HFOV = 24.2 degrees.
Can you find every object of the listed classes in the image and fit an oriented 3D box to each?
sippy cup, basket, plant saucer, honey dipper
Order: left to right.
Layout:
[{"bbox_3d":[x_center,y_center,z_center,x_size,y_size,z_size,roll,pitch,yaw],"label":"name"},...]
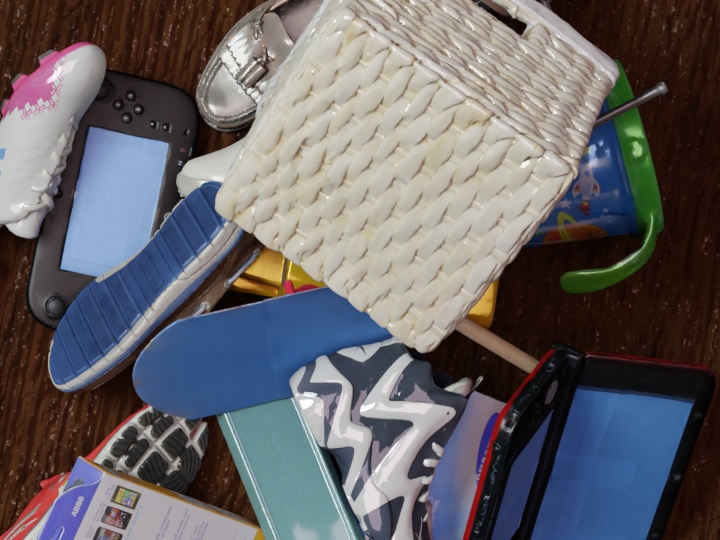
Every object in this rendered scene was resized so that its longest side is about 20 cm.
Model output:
[{"bbox_3d":[-0.061,0.135,1.267,0.069,0.019,0.201,-22,75,-6],"label":"plant saucer"},{"bbox_3d":[0.033,-0.089,1.122,0.198,0.161,0.200,34,127,-6],"label":"basket"},{"bbox_3d":[0.080,0.041,1.226,0.199,0.038,0.038,29,85,-15],"label":"honey dipper"},{"bbox_3d":[0.149,-0.078,1.269,0.129,0.178,0.141,-15,119,5],"label":"sippy cup"}]

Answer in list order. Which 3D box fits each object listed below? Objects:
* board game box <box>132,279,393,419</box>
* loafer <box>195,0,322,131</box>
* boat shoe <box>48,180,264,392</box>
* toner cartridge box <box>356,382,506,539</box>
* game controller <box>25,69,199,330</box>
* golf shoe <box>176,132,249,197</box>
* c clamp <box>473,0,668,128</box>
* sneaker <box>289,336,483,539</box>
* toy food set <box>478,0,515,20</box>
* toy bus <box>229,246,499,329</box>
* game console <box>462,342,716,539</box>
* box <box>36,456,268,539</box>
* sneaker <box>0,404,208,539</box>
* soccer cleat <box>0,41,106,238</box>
[{"bbox_3d":[-0.069,0.043,1.207,0.198,0.158,0.039,-13,61,-6],"label":"board game box"},{"bbox_3d":[-0.047,-0.186,1.282,0.200,0.063,0.072,-41,92,-6],"label":"loafer"},{"bbox_3d":[-0.143,0.025,1.228,0.200,0.072,0.072,-41,50,15],"label":"boat shoe"},{"bbox_3d":[0.048,0.184,1.286,0.094,0.043,0.201,21,86,-5],"label":"toner cartridge box"},{"bbox_3d":[-0.187,-0.049,1.274,0.103,0.042,0.202,11,87,-5],"label":"game controller"},{"bbox_3d":[-0.049,-0.110,1.265,0.198,0.078,0.098,-16,106,-15],"label":"golf shoe"},{"bbox_3d":[0.123,-0.153,1.249,0.170,0.027,0.201,-29,47,14],"label":"c clamp"},{"bbox_3d":[0.046,0.134,1.219,0.129,0.079,0.200,-28,93,-2],"label":"sneaker"},{"bbox_3d":[0.091,-0.297,1.275,0.200,0.060,0.144,38,84,20],"label":"toy food set"},{"bbox_3d":[0.000,0.000,1.269,0.198,0.078,0.066,10,87,-8],"label":"toy bus"},{"bbox_3d":[0.158,0.167,1.220,0.118,0.172,0.201,22,121,17],"label":"game console"},{"bbox_3d":[-0.163,0.213,1.211,0.199,0.041,0.120,29,84,-42],"label":"box"},{"bbox_3d":[-0.201,0.162,1.249,0.200,0.085,0.077,-42,120,-24],"label":"sneaker"},{"bbox_3d":[-0.240,-0.078,1.231,0.200,0.070,0.087,-43,76,23],"label":"soccer cleat"}]
